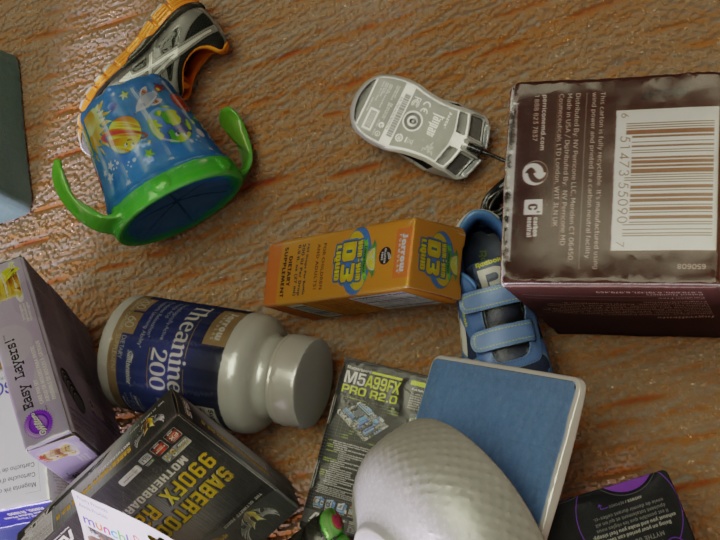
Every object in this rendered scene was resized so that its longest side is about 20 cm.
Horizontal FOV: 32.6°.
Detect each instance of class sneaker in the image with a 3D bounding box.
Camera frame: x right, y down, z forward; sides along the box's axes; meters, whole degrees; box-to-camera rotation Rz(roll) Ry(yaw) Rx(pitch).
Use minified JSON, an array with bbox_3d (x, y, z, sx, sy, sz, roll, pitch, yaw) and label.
[{"bbox_3d":[0.115,0.036,1.050,0.074,0.082,0.200,-14,60,-1],"label":"sneaker"},{"bbox_3d":[-0.053,0.256,1.023,0.084,0.200,0.077,-17,69,-26],"label":"sneaker"},{"bbox_3d":[-0.216,-0.191,1.268,0.077,0.078,0.200,41,101,5],"label":"sneaker"}]

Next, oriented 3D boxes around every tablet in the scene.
[{"bbox_3d":[0.099,0.138,0.978,0.200,0.014,0.130,4,75,60],"label":"tablet"}]

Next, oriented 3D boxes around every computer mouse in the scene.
[{"bbox_3d":[0.084,-0.124,1.148,0.200,0.044,0.110,28,92,20],"label":"computer mouse"}]

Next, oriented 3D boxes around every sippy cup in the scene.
[{"bbox_3d":[-0.202,-0.112,1.192,0.140,0.178,0.130,-34,78,22],"label":"sippy cup"}]

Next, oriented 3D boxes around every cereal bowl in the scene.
[{"bbox_3d":[0.056,0.218,0.933,0.083,0.200,0.200,-27,62,-27],"label":"cereal bowl"}]

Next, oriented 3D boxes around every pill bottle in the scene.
[{"bbox_3d":[-0.132,0.089,1.139,0.200,0.111,0.111,7,79,23],"label":"pill bottle"}]

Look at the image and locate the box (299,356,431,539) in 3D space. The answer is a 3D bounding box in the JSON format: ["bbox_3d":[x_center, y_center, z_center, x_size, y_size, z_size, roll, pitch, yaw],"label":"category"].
[{"bbox_3d":[0.061,0.175,1.078,0.200,0.044,0.161,11,80,23],"label":"box"}]

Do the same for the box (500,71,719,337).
[{"bbox_3d":[0.218,-0.044,0.985,0.164,0.200,0.166,-1,76,21],"label":"box"}]

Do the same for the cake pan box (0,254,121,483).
[{"bbox_3d":[-0.279,0.106,1.148,0.052,0.200,0.184,-21,67,-2],"label":"cake pan box"}]

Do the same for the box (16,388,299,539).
[{"bbox_3d":[-0.181,0.224,1.101,0.200,0.158,0.048,-42,29,6],"label":"box"}]

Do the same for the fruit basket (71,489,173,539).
[{"bbox_3d":[-0.157,0.286,1.010,0.185,0.200,0.094,19,47,26],"label":"fruit basket"}]

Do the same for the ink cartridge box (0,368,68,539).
[{"bbox_3d":[-0.391,0.208,1.250,0.196,0.043,0.200,-16,70,17],"label":"ink cartridge box"}]

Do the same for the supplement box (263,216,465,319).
[{"bbox_3d":[0.000,0.000,1.091,0.200,0.069,0.067,-9,71,46],"label":"supplement box"}]

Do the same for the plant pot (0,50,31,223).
[{"bbox_3d":[-0.493,-0.149,1.295,0.196,0.200,0.196,-16,72,18],"label":"plant pot"}]

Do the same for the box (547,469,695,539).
[{"bbox_3d":[0.204,0.272,0.942,0.122,0.106,0.200,-14,69,-10],"label":"box"}]
